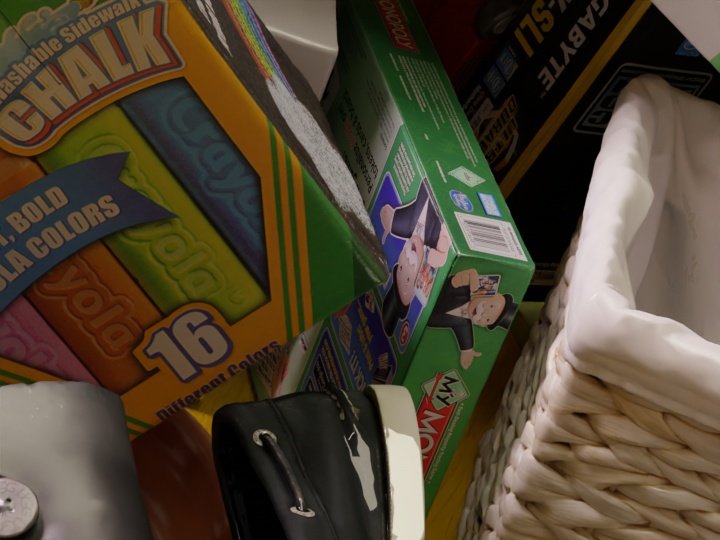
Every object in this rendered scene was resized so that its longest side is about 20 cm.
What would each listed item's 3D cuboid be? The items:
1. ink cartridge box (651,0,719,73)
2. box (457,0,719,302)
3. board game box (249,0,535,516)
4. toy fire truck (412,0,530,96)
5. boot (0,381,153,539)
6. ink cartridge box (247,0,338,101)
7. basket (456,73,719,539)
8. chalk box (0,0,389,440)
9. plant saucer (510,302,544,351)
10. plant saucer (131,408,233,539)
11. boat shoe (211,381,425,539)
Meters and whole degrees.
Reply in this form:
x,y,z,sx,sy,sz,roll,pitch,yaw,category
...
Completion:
x,y,z,sx,sy,sz,roll,pitch,yaw,category
0.125,-0.160,0.948,0.200,0.084,0.146,45,40,-6,ink cartridge box
0.124,-0.056,1.061,0.199,0.160,0.049,2,44,-42,box
0.000,0.000,0.970,0.029,0.135,0.200,11,29,-19,board game box
0.056,-0.079,1.100,0.141,0.200,0.049,-14,65,-38,toy fire truck
-0.045,0.115,0.721,0.164,0.066,0.200,-10,49,-19,boot
-0.122,-0.075,1.002,0.199,0.147,0.146,17,26,-10,ink cartridge box
0.142,0.068,0.925,0.199,0.161,0.198,21,26,-1,basket
-0.102,-0.062,0.833,0.200,0.124,0.125,53,9,-34,chalk box
0.139,0.036,1.128,0.199,0.031,0.200,18,26,-9,plant saucer
-0.129,0.069,0.853,0.199,0.038,0.200,18,28,-10,plant saucer
-0.017,0.113,0.790,0.066,0.075,0.200,8,54,-11,boat shoe
